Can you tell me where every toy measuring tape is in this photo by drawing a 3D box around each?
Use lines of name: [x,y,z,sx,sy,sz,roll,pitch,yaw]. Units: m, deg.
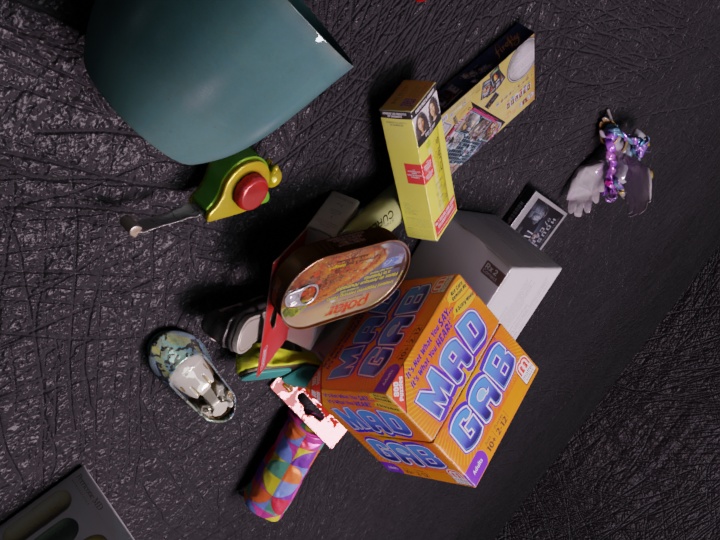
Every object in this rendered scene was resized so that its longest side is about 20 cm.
toy measuring tape: [-0.159,-0.090,0.889,0.198,0.073,0.074,-21,141,-42]

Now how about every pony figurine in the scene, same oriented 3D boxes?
pony figurine: [0.493,-0.192,1.617,0.198,0.164,0.197,9,86,-53]

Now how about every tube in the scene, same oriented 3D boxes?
tube: [0.018,-0.061,1.125,0.200,0.051,0.059,-43,113,-47]

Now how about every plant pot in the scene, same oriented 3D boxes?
plant pot: [-0.129,-0.188,0.698,0.161,0.202,0.200,-41,152,11]

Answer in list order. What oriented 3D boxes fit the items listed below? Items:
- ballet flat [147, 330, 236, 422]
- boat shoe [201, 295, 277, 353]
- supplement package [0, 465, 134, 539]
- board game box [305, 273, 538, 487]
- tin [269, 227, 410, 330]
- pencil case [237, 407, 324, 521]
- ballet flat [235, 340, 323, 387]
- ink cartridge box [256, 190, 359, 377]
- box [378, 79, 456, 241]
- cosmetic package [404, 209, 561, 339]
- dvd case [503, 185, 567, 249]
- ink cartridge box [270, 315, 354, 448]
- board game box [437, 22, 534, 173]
ballet flat: [-0.208,0.142,1.093,0.074,0.074,0.201,-43,150,-10]
boat shoe: [-0.141,0.062,1.097,0.200,0.056,0.068,-13,123,-75]
supplement package: [-0.377,0.390,1.061,0.199,0.151,0.152,-35,148,-23]
board game box: [0.087,0.153,1.202,0.200,0.199,0.201,47,62,-22]
tin: [-0.024,0.009,1.049,0.197,0.042,0.114,-15,132,-37]
pencil case: [-0.125,0.319,1.404,0.088,0.088,0.202,1,126,-54]
ballet flat: [-0.108,0.125,1.213,0.066,0.068,0.199,-26,157,26]
ink cartridge box: [-0.068,0.025,1.105,0.177,0.044,0.202,-57,165,-49]
box: [0.078,-0.140,1.106,0.076,0.049,0.202,-52,142,-38]
cosmetic package: [0.193,0.015,1.398,0.198,0.165,0.167,1,125,-53]
dvd case: [0.313,-0.073,1.606,0.151,0.025,0.199,-55,150,11]
ink cartridge box: [-0.018,0.162,1.315,0.200,0.047,0.160,-45,114,-9]
board game box: [0.169,-0.237,1.204,0.199,0.035,0.136,-42,150,-14]
